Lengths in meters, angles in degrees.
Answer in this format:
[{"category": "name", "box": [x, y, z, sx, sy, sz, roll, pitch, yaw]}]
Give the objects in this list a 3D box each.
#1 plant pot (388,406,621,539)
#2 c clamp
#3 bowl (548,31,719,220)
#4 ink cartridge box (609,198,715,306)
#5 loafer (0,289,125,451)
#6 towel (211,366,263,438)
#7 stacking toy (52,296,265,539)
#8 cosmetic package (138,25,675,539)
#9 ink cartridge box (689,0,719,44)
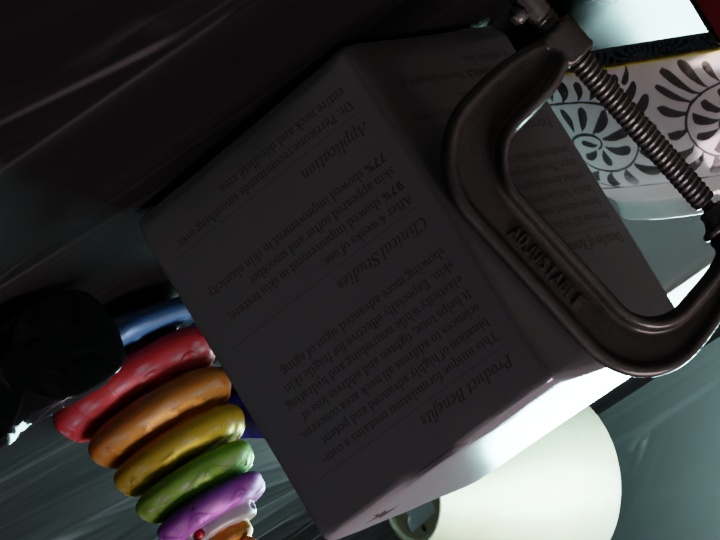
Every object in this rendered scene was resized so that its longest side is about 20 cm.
[{"category": "plant pot", "box": [0.129, 0.221, 2.952, 0.200, 0.187, 0.187, -4, 154, -39]}, {"category": "c clamp", "box": [0.127, -0.055, 1.448, 0.171, 0.200, 0.027, -40, -173, -27]}, {"category": "bowl", "box": [0.184, -0.082, 1.640, 0.201, 0.094, 0.201, -10, -173, 1]}, {"category": "ink cartridge box", "box": [0.186, -0.049, 1.876, 0.083, 0.147, 0.200, -36, 170, 13]}, {"category": "loafer", "box": [-0.211, 0.071, 1.517, 0.200, 0.073, 0.072, -18, 168, -48]}, {"category": "towel", "box": [-0.029, 0.078, 1.798, 0.200, 0.050, 0.148, -3, 178, 35]}, {"category": "stacking toy", "box": [-0.097, 0.121, 1.702, 0.116, 0.200, 0.110, -38, 168, 36]}, {"category": "cosmetic package", "box": [0.028, 0.004, 1.520, 0.167, 0.200, 0.166, -37, 168, 30]}, {"category": "ink cartridge box", "box": [0.254, -0.207, 1.506, 0.200, 0.084, 0.176, -39, 167, 36]}]
